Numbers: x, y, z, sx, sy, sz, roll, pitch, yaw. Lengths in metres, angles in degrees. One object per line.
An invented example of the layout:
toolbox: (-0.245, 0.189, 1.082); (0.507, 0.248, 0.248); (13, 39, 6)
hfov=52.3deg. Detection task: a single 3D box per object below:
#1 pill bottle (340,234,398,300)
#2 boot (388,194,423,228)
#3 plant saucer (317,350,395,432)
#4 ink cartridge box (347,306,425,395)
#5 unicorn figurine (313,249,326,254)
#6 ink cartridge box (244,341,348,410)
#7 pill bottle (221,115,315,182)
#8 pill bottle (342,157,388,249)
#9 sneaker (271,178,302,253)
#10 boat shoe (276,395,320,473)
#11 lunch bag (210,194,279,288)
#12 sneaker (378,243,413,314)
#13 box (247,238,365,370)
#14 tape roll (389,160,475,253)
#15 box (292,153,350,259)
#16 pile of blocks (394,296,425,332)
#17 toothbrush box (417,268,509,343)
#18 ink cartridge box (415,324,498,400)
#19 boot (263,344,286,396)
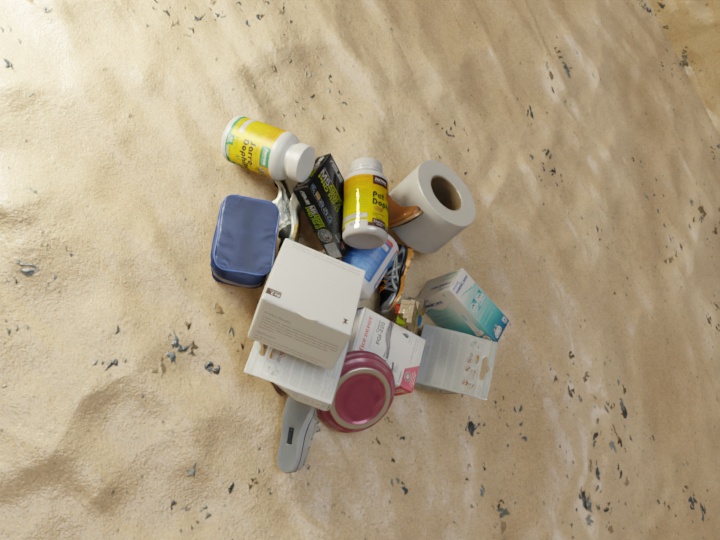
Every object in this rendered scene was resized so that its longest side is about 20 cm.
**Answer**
pill bottle: (0.000, 0.000, 1.785); (0.112, 0.112, 0.201); (41, 67, -18)
boot: (0.054, -0.180, 1.822); (0.073, 0.198, 0.157); (-20, 97, -58)
plant saucer: (-0.008, 0.286, 1.690); (0.198, 0.051, 0.203); (-5, 106, -18)
ink cartridge box: (0.047, 0.199, 1.788); (0.199, 0.085, 0.147); (28, 63, -23)
unicorn figurine: (-0.142, 0.047, 1.711); (0.136, 0.074, 0.203); (11, 70, -23)
ink cartridge box: (-0.138, 0.195, 1.592); (0.198, 0.047, 0.161); (21, 55, -5)
pill bottle: (-0.207, -0.270, 1.663); (0.198, 0.113, 0.113); (22, 57, 19)
pill bottle: (0.013, -0.160, 1.734); (0.108, 0.109, 0.202); (15, 64, -30)
sneaker: (-0.183, -0.124, 1.737); (0.086, 0.076, 0.203); (8, 81, -1)
boat shoe: (-0.124, 0.348, 1.633); (0.086, 0.074, 0.205); (24, 74, -59)
lunch bag: (-0.259, -0.067, 1.625); (0.134, 0.132, 0.202); (12, 71, -13)
sneaker: (0.074, 0.018, 1.866); (0.077, 0.078, 0.202); (24, 60, -13)
box: (-0.111, 0.071, 1.560); (0.197, 0.131, 0.201); (23, 42, -7)
tape roll: (0.181, -0.164, 1.908); (0.201, 0.139, 0.204); (25, 46, -28)
box: (-0.071, -0.151, 1.739); (0.201, 0.044, 0.161); (63, 33, -25)
pile of blocks: (0.117, 0.109, 1.840); (0.200, 0.061, 0.083); (3, 94, -75)
toothbrush box: (0.266, 0.106, 1.922); (0.200, 0.146, 0.086); (45, 57, -14)
ink cartridge box: (0.237, 0.237, 1.864); (0.198, 0.047, 0.162); (13, 65, 8)
boot: (-0.140, 0.191, 1.680); (0.199, 0.070, 0.148); (-23, 97, -35)
